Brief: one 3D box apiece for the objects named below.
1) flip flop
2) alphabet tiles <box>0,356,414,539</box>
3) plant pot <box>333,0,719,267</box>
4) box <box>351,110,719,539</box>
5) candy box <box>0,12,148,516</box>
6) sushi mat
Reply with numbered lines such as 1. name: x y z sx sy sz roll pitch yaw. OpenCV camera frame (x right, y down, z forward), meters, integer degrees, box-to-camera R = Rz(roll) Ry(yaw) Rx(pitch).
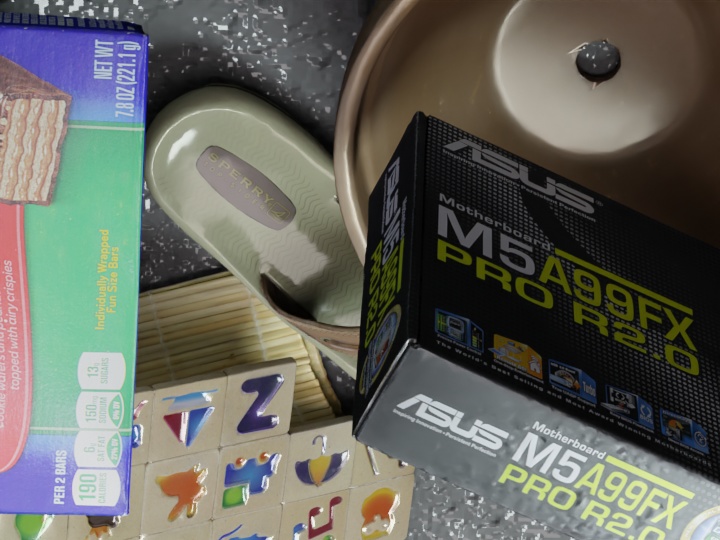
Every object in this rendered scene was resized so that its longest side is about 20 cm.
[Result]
1. flip flop: 0.000 0.000 1.110 0.200 0.058 0.081 37 101 -14
2. alphabet tiles: -0.063 0.114 1.147 0.199 0.008 0.168 -11 121 -32
3. plant pot: 0.090 -0.061 1.058 0.200 0.093 0.202 0 119 1
4. box: 0.096 0.037 0.970 0.199 0.160 0.044 25 119 -11
5. candy box: -0.176 -0.007 0.970 0.199 0.077 0.170 2 95 -6
6. sushi mat: -0.111 0.058 1.179 0.199 0.012 0.096 -14 118 10
